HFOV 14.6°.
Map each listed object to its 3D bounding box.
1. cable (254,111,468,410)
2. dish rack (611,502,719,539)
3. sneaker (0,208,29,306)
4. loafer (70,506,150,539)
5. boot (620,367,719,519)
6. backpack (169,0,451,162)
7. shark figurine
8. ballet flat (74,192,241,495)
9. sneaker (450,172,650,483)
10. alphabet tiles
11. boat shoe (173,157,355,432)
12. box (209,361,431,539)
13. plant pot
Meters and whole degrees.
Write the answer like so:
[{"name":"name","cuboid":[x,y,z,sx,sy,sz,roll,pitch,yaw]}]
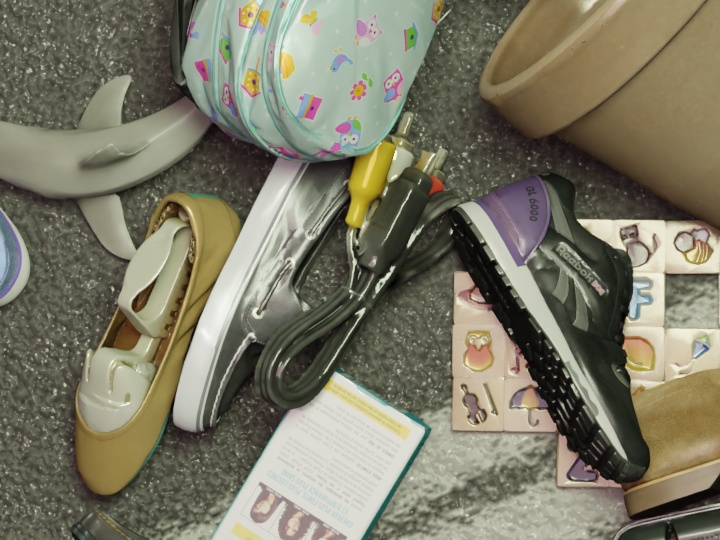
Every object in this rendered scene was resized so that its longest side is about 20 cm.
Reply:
[{"name":"cable","cuboid":[0.000,0.000,1.725,0.050,0.097,0.201,26,83,44]},{"name":"dish rack","cuboid":[0.242,0.241,1.701,0.152,0.055,0.201,-12,88,7]},{"name":"sneaker","cuboid":[-0.305,-0.046,1.733,0.200,0.146,0.081,37,92,7]},{"name":"loafer","cuboid":[-0.082,0.196,1.688,0.200,0.073,0.072,35,83,-2]},{"name":"boot","cuboid":[0.246,0.085,1.696,0.199,0.074,0.076,-18,76,8]},{"name":"backpack","cuboid":[-0.026,-0.166,1.678,0.166,0.126,0.201,26,86,-36]},{"name":"shark figurine","cuboid":[-0.136,-0.093,1.745,0.214,0.089,0.129,-33,83,7]},{"name":"ballet flat","cuboid":[-0.141,0.041,1.748,0.068,0.063,0.201,21,88,33]},{"name":"sneaker","cuboid":[0.138,0.028,1.694,0.087,0.076,0.201,-25,73,-13]},{"name":"alphabet tiles","cuboid":[0.156,0.052,1.743,0.199,0.008,0.168,1,88,7]},{"name":"boat shoe","cuboid":[-0.051,0.015,1.743,0.066,0.070,0.201,24,83,9]},{"name":"box","cuboid":[-0.041,0.163,1.740,0.082,0.049,0.201,32,91,8]},{"name":"plant pot","cuboid":[0.196,-0.118,1.670,0.175,0.200,0.200,44,93,-12]}]
